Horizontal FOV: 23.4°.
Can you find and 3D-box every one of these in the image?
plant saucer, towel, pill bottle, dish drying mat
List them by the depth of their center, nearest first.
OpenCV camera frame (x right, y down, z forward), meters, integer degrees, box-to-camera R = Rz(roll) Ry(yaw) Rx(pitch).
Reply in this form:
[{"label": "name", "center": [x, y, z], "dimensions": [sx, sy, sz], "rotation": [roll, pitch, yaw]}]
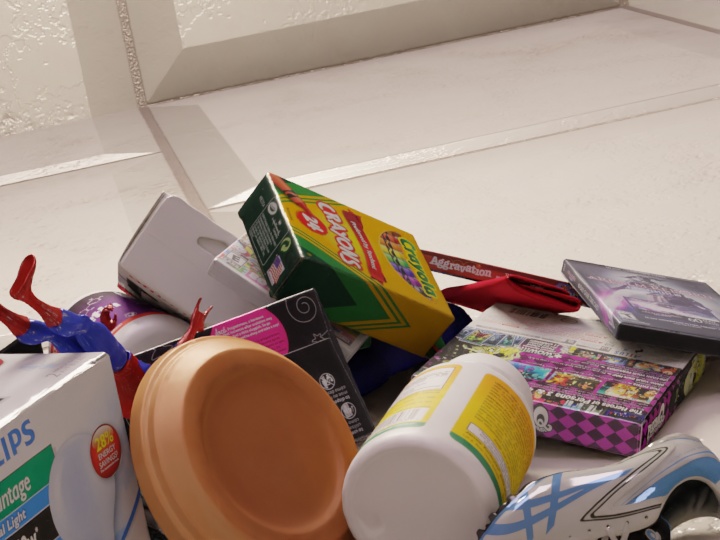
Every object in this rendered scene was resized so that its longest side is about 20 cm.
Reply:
[{"label": "plant saucer", "center": [-0.070, 0.132, 1.230], "dimensions": [0.037, 0.200, 0.200], "rotation": [-37, -4, 38]}, {"label": "pill bottle", "center": [0.066, 0.134, 1.277], "dimensions": [0.112, 0.113, 0.200], "rotation": [-5, 17, 19]}, {"label": "dish drying mat", "center": [0.134, 0.024, 1.596], "dimensions": [0.077, 0.018, 0.200], "rotation": [16, -7, -13]}, {"label": "towel", "center": [-0.004, 0.080, 1.641], "dimensions": [0.147, 0.050, 0.200], "rotation": [10, 27, 43]}, {"label": "pill bottle", "center": [-0.225, 0.082, 1.644], "dimensions": [0.112, 0.113, 0.200], "rotation": [-18, 17, -26]}]

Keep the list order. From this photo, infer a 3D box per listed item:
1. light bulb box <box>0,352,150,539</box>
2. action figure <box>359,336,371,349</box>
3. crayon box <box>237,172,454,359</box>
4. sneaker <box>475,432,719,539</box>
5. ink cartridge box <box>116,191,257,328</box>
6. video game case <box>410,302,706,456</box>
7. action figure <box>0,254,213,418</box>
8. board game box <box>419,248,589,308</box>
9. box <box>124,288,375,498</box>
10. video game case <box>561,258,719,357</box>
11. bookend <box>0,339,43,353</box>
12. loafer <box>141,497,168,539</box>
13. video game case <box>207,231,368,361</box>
[{"label": "light bulb box", "center": [-0.244, 0.180, 1.151], "dimensions": [0.124, 0.201, 0.198], "rotation": [-3, 18, 25]}, {"label": "action figure", "center": [-0.027, 0.038, 1.623], "dimensions": [0.118, 0.055, 0.200], "rotation": [-7, 15, 15]}, {"label": "crayon box", "center": [0.000, 0.000, 1.510], "dimensions": [0.200, 0.051, 0.127], "rotation": [23, 26, -34]}, {"label": "sneaker", "center": [0.162, 0.172, 1.177], "dimensions": [0.199, 0.072, 0.073], "rotation": [-22, 45, -14]}, {"label": "ink cartridge box", "center": [-0.152, 0.012, 1.645], "dimensions": [0.083, 0.147, 0.200], "rotation": [-56, 2, -10]}, {"label": "video game case", "center": [0.169, 0.087, 1.455], "dimensions": [0.199, 0.036, 0.181], "rotation": [10, 23, 24]}, {"label": "action figure", "center": [-0.180, 0.037, 1.246], "dimensions": [0.065, 0.200, 0.099], "rotation": [-11, 49, 34]}, {"label": "board game box", "center": [0.151, 0.011, 1.646], "dimensions": [0.199, 0.020, 0.103], "rotation": [13, -2, 4]}, {"label": "box", "center": [-0.114, 0.117, 1.377], "dimensions": [0.199, 0.133, 0.115], "rotation": [-20, -6, -30]}, {"label": "video game case", "center": [0.267, 0.034, 1.527], "dimensions": [0.142, 0.019, 0.200], "rotation": [10, 15, -10]}, {"label": "bookend", "center": [-0.421, 0.134, 1.623], "dimensions": [0.198, 0.092, 0.200], "rotation": [-4, 16, 21]}, {"label": "loafer", "center": [-0.190, 0.209, 1.292], "dimensions": [0.200, 0.072, 0.063], "rotation": [-2, 36, 50]}, {"label": "video game case", "center": [-0.040, 0.005, 1.551], "dimensions": [0.143, 0.018, 0.200], "rotation": [34, 24, 5]}]
